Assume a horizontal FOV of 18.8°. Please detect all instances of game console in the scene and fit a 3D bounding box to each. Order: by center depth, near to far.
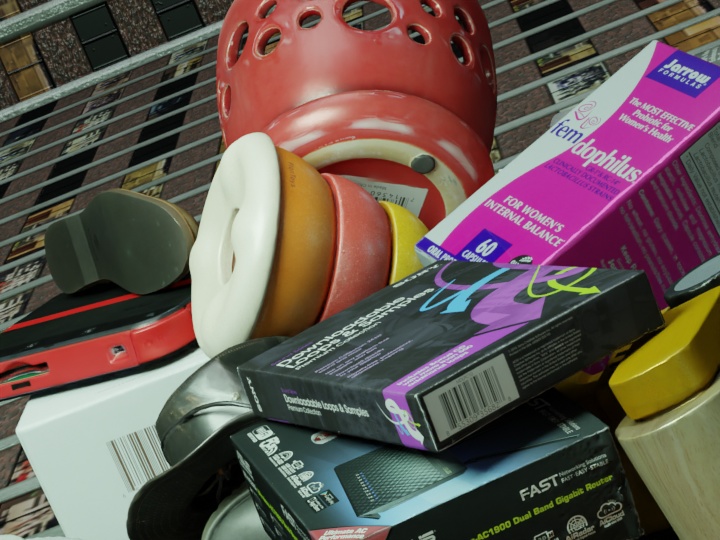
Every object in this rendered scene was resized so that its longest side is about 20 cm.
[{"bbox_3d":[-0.169,0.036,1.499,0.199,0.031,0.177,-14,13,27],"label":"game console"}]

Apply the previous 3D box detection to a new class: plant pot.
[{"bbox_3d":[-0.002,-0.095,1.502,0.200,0.201,0.183,-18,45,16],"label":"plant pot"}]

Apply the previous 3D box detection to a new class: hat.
[{"bbox_3d":[-0.061,0.089,1.308,0.200,0.081,0.201,-23,-24,-11],"label":"hat"}]

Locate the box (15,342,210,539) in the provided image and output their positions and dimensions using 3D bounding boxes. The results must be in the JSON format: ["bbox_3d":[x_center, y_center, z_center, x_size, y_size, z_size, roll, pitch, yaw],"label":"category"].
[{"bbox_3d":[-0.135,0.093,1.501,0.152,0.107,0.200,-21,16,8],"label":"box"}]

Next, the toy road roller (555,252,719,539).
[{"bbox_3d":[0.160,0.087,1.102,0.146,0.123,0.200,-30,7,26],"label":"toy road roller"}]

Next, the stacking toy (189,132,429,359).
[{"bbox_3d":[0.000,0.000,1.381,0.199,0.147,0.146,10,7,-17],"label":"stacking toy"}]

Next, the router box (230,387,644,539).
[{"bbox_3d":[0.032,0.107,1.100,0.149,0.062,0.200,-23,18,-12],"label":"router box"}]

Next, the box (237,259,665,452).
[{"bbox_3d":[0.040,0.039,1.107,0.143,0.036,0.200,-27,13,-25],"label":"box"}]

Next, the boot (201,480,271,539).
[{"bbox_3d":[0.005,0.160,1.186,0.181,0.073,0.200,-25,22,-1],"label":"boot"}]

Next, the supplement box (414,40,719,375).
[{"bbox_3d":[0.148,-0.027,1.269,0.200,0.104,0.101,-40,34,-12],"label":"supplement box"}]

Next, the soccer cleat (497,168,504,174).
[{"bbox_3d":[0.135,-0.027,1.474,0.085,0.069,0.200,0,-17,2],"label":"soccer cleat"}]

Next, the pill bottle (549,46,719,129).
[{"bbox_3d":[0.247,-0.099,1.584,0.199,0.117,0.116,-16,17,22],"label":"pill bottle"}]

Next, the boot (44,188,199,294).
[{"bbox_3d":[-0.149,-0.025,1.514,0.075,0.074,0.200,-15,5,-30],"label":"boot"}]

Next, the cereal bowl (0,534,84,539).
[{"bbox_3d":[-0.223,0.215,1.271,0.199,0.084,0.200,-22,17,7],"label":"cereal bowl"}]
